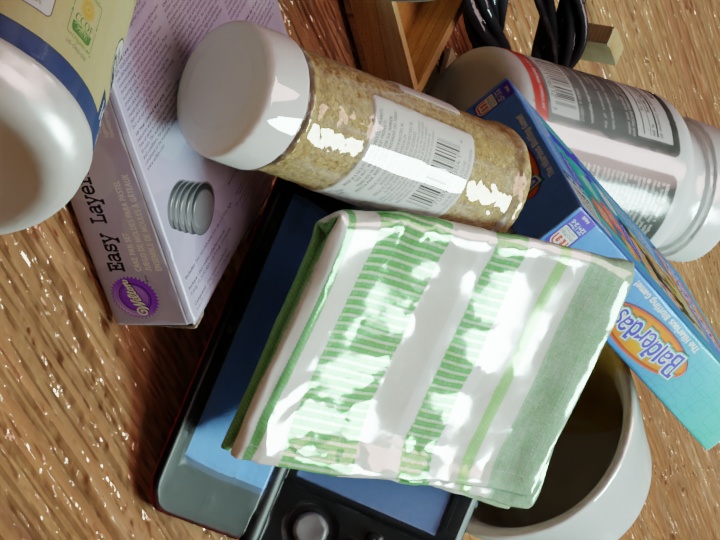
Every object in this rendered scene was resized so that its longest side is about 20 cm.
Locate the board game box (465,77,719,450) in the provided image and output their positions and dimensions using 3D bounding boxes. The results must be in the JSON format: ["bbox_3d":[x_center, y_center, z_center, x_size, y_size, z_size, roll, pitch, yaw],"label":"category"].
[{"bbox_3d":[0.146,-0.004,1.489,0.200,0.045,0.152,45,13,-32],"label":"board game box"}]

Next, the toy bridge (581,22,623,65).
[{"bbox_3d":[0.115,-0.084,1.723,0.201,0.067,0.027,-66,150,-21],"label":"toy bridge"}]

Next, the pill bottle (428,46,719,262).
[{"bbox_3d":[0.143,-0.068,1.628,0.199,0.116,0.117,13,75,-34],"label":"pill bottle"}]

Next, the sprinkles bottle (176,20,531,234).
[{"bbox_3d":[0.000,-0.065,1.256,0.199,0.068,0.069,18,72,-45],"label":"sprinkles bottle"}]

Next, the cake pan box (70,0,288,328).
[{"bbox_3d":[-0.094,-0.104,1.261,0.201,0.052,0.185,-65,148,-46],"label":"cake pan box"}]

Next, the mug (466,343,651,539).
[{"bbox_3d":[0.124,0.097,1.561,0.187,0.149,0.153,-55,153,-6],"label":"mug"}]

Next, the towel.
[{"bbox_3d":[0.038,0.047,1.305,0.199,0.023,0.153,12,109,-34],"label":"towel"}]

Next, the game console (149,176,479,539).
[{"bbox_3d":[0.001,0.063,1.332,0.119,0.171,0.201,140,-27,-85],"label":"game console"}]

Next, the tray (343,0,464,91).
[{"bbox_3d":[0.038,-0.204,1.602,0.200,0.037,0.099,-62,145,-48],"label":"tray"}]

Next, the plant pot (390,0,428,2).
[{"bbox_3d":[0.044,-0.274,1.442,0.198,0.199,0.202,-53,138,-68],"label":"plant pot"}]

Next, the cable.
[{"bbox_3d":[0.107,-0.205,1.658,0.163,0.050,0.202,5,86,-68],"label":"cable"}]

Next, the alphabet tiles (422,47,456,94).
[{"bbox_3d":[0.051,-0.041,1.664,0.167,0.006,0.201,65,32,-45],"label":"alphabet tiles"}]

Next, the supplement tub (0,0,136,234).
[{"bbox_3d":[-0.155,-0.130,0.989,0.145,0.143,0.201,57,39,-52],"label":"supplement tub"}]

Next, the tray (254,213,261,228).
[{"bbox_3d":[0.000,0.000,1.486,0.200,0.037,0.099,-25,113,-64],"label":"tray"}]
